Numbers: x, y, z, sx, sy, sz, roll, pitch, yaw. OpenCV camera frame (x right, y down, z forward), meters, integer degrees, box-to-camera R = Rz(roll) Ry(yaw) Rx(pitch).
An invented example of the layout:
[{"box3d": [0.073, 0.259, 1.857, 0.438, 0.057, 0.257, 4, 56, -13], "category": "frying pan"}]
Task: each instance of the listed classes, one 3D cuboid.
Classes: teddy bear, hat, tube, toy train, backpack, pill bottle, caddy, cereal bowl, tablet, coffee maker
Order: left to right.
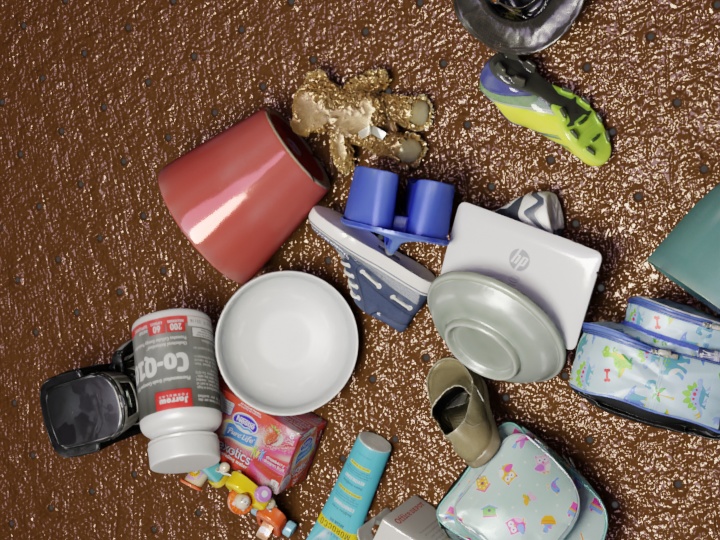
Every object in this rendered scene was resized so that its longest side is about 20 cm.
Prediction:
[{"box3d": [-0.370, 0.203, 1.765, 0.192, 0.199, 0.135, -41, 78, 20], "category": "coffee maker"}, {"box3d": [-0.247, 0.164, 1.642, 0.113, 0.114, 0.203, -19, 67, 23], "category": "pill bottle"}, {"box3d": [-0.185, 0.320, 1.712, 0.199, 0.151, 0.056, 32, 67, 9], "category": "toy train"}, {"box3d": [-0.104, 0.099, 1.686, 0.197, 0.083, 0.203, 0, 90, -7], "category": "cereal bowl"}, {"box3d": [-0.015, 0.325, 1.708, 0.077, 0.050, 0.202, 31, 111, 26], "category": "tube"}, {"box3d": [0.005, -0.206, 1.652, 0.197, 0.067, 0.147, -2, 103, 17], "category": "teddy bear"}, {"box3d": [0.048, -0.072, 1.567, 0.139, 0.200, 0.107, 12, 94, -4], "category": "caddy"}, {"box3d": [0.196, 0.006, 1.520, 0.198, 0.014, 0.132, 22, 110, 23], "category": "tablet"}, {"box3d": [0.213, -0.375, 1.533, 0.198, 0.081, 0.204, 4, 99, 28], "category": "hat"}, {"box3d": [0.215, 0.311, 1.538, 0.199, 0.153, 0.176, 39, 79, 7], "category": "backpack"}, {"box3d": [0.356, 0.110, 1.443, 0.197, 0.183, 0.149, 13, 89, 9], "category": "backpack"}]

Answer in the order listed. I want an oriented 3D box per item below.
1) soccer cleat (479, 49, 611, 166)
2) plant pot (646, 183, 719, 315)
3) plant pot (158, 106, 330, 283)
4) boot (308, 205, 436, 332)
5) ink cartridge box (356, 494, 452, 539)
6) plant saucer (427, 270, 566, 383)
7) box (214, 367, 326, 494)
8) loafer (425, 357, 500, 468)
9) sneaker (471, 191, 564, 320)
[{"box3d": [0.237, -0.201, 1.554, 0.200, 0.065, 0.084, 40, 150, 5], "category": "soccer cleat"}, {"box3d": [0.460, -0.019, 1.397, 0.200, 0.200, 0.162, 37, 96, 16], "category": "plant pot"}, {"box3d": [-0.151, -0.115, 1.660, 0.177, 0.200, 0.201, -38, 79, 13], "category": "plant pot"}, {"box3d": [0.000, 0.000, 1.642, 0.199, 0.073, 0.091, 34, 110, 2], "category": "boot"}, {"box3d": [0.087, 0.406, 1.621, 0.199, 0.128, 0.127, 30, 105, 19], "category": "ink cartridge box"}, {"box3d": [0.163, 0.086, 1.537, 0.198, 0.201, 0.050, 25, 59, 20], "category": "plant saucer"}, {"box3d": [-0.161, 0.222, 1.732, 0.198, 0.095, 0.101, 27, 105, 20], "category": "box"}, {"box3d": [0.126, 0.169, 1.563, 0.076, 0.201, 0.067, -41, 120, 9], "category": "loafer"}, {"box3d": [0.205, 0.006, 1.569, 0.128, 0.079, 0.202, -9, 98, 31], "category": "sneaker"}]
